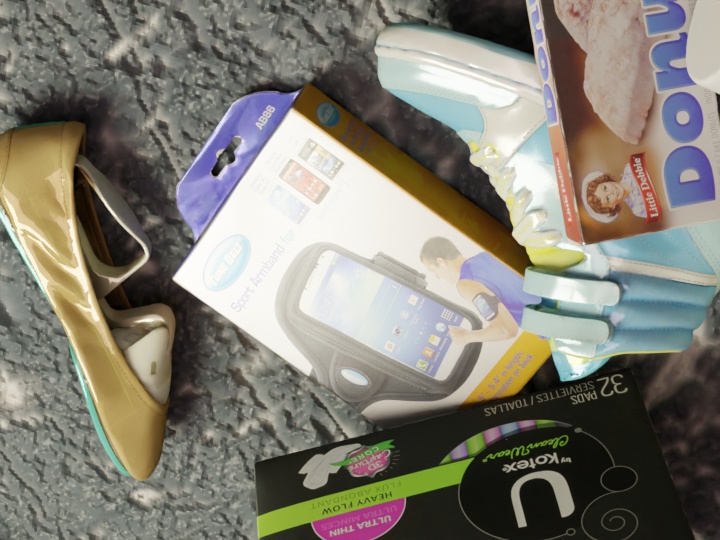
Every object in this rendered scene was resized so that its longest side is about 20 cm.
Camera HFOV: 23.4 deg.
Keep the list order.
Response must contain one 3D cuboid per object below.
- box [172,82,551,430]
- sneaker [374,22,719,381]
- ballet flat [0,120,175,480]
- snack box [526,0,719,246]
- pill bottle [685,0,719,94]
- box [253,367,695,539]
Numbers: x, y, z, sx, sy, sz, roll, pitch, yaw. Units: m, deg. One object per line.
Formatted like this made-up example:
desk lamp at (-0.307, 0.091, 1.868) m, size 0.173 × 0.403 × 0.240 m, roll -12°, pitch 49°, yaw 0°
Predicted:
box at (0.000, 0.000, 0.869) m, size 0.199 × 0.042 × 0.119 m, roll 34°, pitch 118°, yaw -7°
sneaker at (0.081, -0.026, 0.796) m, size 0.198 × 0.080 × 0.132 m, roll 23°, pitch 96°, yaw 2°
ballet flat at (-0.130, 0.017, 0.895) m, size 0.062 × 0.069 × 0.202 m, roll -20°, pitch 111°, yaw 6°
snack box at (0.108, -0.116, 0.743) m, size 0.071 × 0.024 × 0.203 m, roll -10°, pitch 91°, yaw -10°
pill bottle at (0.241, -0.081, 0.714) m, size 0.198 × 0.111 × 0.112 m, roll 20°, pitch 119°, yaw -11°
box at (0.059, 0.158, 0.837) m, size 0.198 × 0.149 × 0.125 m, roll -14°, pitch 124°, yaw 2°
